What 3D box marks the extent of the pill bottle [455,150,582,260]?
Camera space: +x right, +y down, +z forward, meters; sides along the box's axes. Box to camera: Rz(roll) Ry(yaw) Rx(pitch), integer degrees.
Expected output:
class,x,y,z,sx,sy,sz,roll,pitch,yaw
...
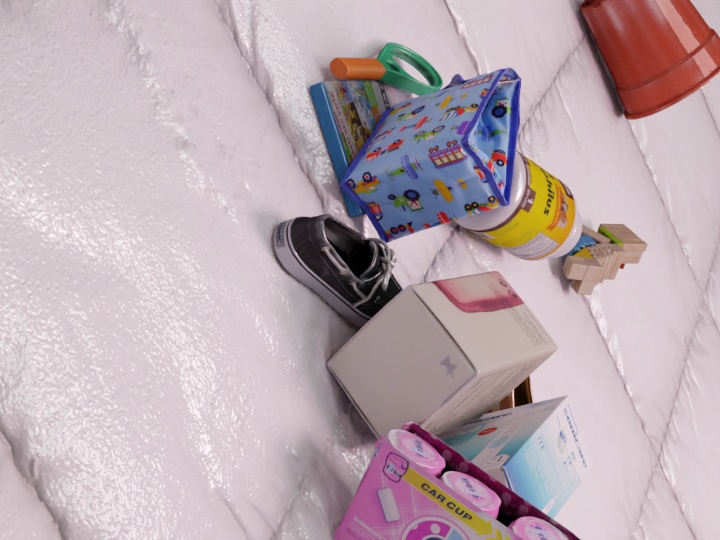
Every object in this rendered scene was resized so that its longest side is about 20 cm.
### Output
class,x,y,z,sx,sy,sz,roll,pitch,yaw
pill bottle,0.190,-0.077,1.673,0.200,0.109,0.110,24,55,-53

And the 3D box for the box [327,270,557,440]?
class,x,y,z,sx,sy,sz,roll,pitch,yaw
box,0.084,0.084,1.365,0.109,0.128,0.200,53,25,16

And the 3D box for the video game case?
class,x,y,z,sx,sy,sz,roll,pitch,yaw
video game case,0.020,-0.139,1.512,0.200,0.018,0.144,-19,92,-61

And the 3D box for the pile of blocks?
class,x,y,z,sx,sy,sz,roll,pitch,yaw
pile of blocks,0.320,-0.013,1.926,0.200,0.082,0.062,-21,137,-51

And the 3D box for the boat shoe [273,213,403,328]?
class,x,y,z,sx,sy,sz,roll,pitch,yaw
boat shoe,0.000,-0.003,1.354,0.199,0.068,0.074,40,43,-44

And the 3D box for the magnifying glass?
class,x,y,z,sx,sy,sz,roll,pitch,yaw
magnifying glass,0.028,-0.222,1.536,0.080,0.022,0.200,48,26,17

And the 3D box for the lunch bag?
class,x,y,z,sx,sy,sz,roll,pitch,yaw
lunch bag,0.083,-0.142,1.448,0.094,0.150,0.200,53,36,-31

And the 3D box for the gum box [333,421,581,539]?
class,x,y,z,sx,sy,sz,roll,pitch,yaw
gum box,0.081,0.236,1.234,0.200,0.114,0.066,34,24,17

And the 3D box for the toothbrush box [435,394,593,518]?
class,x,y,z,sx,sy,sz,roll,pitch,yaw
toothbrush box,0.127,0.208,1.382,0.200,0.146,0.086,-29,100,-59

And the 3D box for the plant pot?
class,x,y,z,sx,sy,sz,roll,pitch,yaw
plant pot,0.462,-0.379,2.223,0.195,0.200,0.201,55,33,-12

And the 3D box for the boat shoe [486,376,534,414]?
class,x,y,z,sx,sy,sz,roll,pitch,yaw
boat shoe,0.173,0.179,1.545,0.076,0.074,0.201,-11,84,-60
